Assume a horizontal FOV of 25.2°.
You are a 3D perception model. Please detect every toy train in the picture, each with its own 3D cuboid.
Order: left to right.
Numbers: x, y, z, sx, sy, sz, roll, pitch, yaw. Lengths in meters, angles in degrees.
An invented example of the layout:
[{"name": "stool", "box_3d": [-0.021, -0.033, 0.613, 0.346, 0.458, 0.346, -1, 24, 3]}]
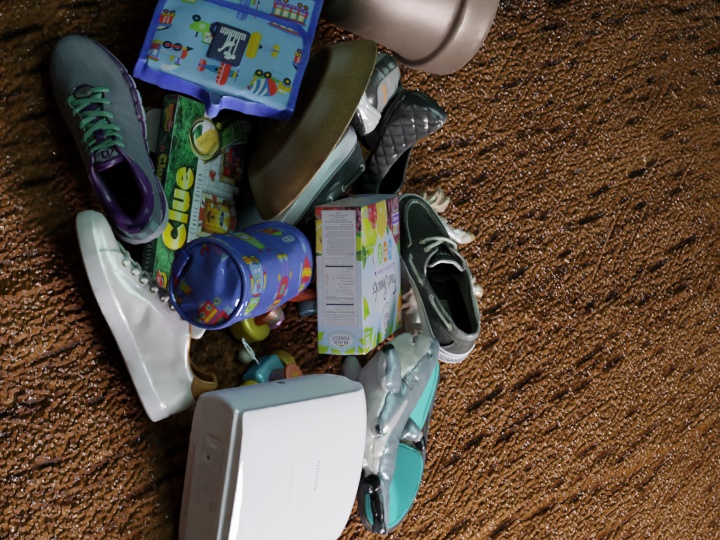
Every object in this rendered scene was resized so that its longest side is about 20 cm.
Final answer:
[{"name": "toy train", "box_3d": [-0.063, 0.065, 1.595, 0.150, 0.056, 0.201, 12, 67, -47]}]

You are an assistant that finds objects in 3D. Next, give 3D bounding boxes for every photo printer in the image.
[{"name": "photo printer", "box_3d": [-0.072, 0.182, 1.491, 0.200, 0.069, 0.167, -4, 107, -51]}]

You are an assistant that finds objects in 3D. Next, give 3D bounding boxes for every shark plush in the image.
[{"name": "shark plush", "box_3d": [0.037, 0.155, 1.585, 0.083, 0.091, 0.200, 15, 61, -29]}]

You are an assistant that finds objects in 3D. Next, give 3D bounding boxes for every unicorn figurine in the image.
[{"name": "unicorn figurine", "box_3d": [0.074, 0.013, 1.775, 0.137, 0.074, 0.200, -8, 68, -41]}]

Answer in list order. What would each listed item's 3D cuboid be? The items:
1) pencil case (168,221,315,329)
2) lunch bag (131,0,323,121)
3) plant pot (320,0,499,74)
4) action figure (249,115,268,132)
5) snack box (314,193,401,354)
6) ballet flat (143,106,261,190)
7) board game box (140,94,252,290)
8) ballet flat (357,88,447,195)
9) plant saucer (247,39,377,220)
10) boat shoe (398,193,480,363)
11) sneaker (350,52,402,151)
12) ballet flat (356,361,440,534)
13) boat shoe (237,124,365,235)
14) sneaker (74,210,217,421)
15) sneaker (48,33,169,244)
[{"name": "pencil case", "box_3d": [-0.107, -0.001, 1.451, 0.087, 0.078, 0.200, 32, 14, 10]}, {"name": "lunch bag", "box_3d": [-0.125, -0.217, 1.527, 0.150, 0.094, 0.200, 17, 49, -7]}, {"name": "plant pot", "box_3d": [0.031, -0.324, 1.771, 0.174, 0.200, 0.201, 3, 74, -30]}, {"name": "action figure", "box_3d": [-0.075, -0.160, 1.668, 0.118, 0.055, 0.200, -36, 109, -53]}, {"name": "snack box", "box_3d": [0.000, 0.000, 1.607, 0.200, 0.053, 0.143, -28, 119, -77]}, {"name": "ballet flat", "box_3d": [-0.158, -0.119, 1.564, 0.200, 0.046, 0.068, 9, 82, -52]}, {"name": "board game box", "box_3d": [-0.155, -0.055, 1.516, 0.105, 0.023, 0.201, 14, 80, -48]}, {"name": "ballet flat", "box_3d": [0.039, -0.114, 1.691, 0.057, 0.200, 0.066, 35, 59, 8]}, {"name": "plant saucer", "box_3d": [-0.055, -0.142, 1.533, 0.035, 0.200, 0.201, 31, 52, -17]}, {"name": "boat shoe", "box_3d": [0.083, -0.004, 1.697, 0.071, 0.064, 0.200, -8, 62, -23]}, {"name": "sneaker", "box_3d": [0.011, -0.180, 1.689, 0.079, 0.200, 0.074, -44, 90, -3]}, {"name": "ballet flat", "box_3d": [0.033, 0.175, 1.652, 0.073, 0.073, 0.200, 32, 65, -39]}, {"name": "boat shoe", "box_3d": [-0.061, -0.065, 1.609, 0.200, 0.069, 0.057, -50, 128, -25]}, {"name": "sneaker", "box_3d": [-0.185, 0.029, 1.428, 0.073, 0.084, 0.200, -115, -178, -73]}, {"name": "sneaker", "box_3d": [-0.222, -0.122, 1.427, 0.088, 0.074, 0.200, 120, -54, -87]}]
